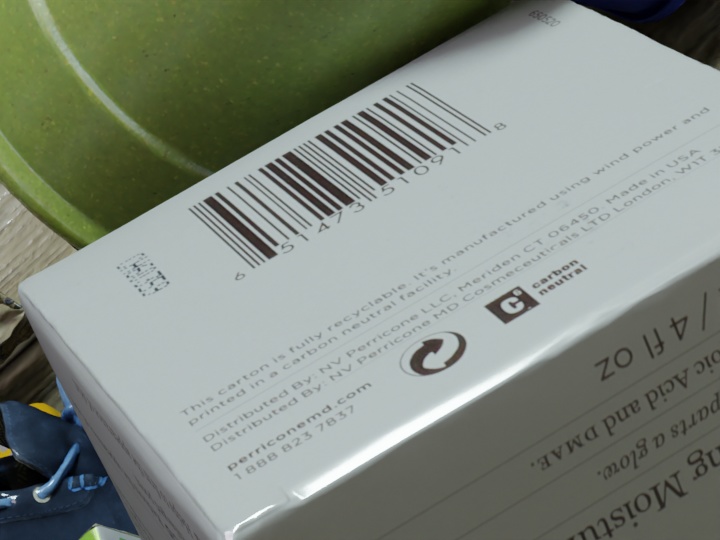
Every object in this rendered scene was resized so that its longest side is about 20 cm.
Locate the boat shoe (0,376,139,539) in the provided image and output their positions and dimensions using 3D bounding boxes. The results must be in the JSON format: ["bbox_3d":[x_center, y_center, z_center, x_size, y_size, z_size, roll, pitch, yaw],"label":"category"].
[{"bbox_3d":[-0.112,0.076,0.860,0.200,0.069,0.084,-20,7,-25],"label":"boat shoe"}]

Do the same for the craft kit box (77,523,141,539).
[{"bbox_3d":[-0.109,0.219,0.802,0.197,0.048,0.200,-41,54,23],"label":"craft kit box"}]

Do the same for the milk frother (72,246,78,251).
[{"bbox_3d":[-0.171,0.008,1.046,0.200,0.181,0.188,-6,58,23],"label":"milk frother"}]

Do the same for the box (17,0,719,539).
[{"bbox_3d":[0.035,0.038,0.716,0.199,0.131,0.200,-31,28,-11],"label":"box"}]

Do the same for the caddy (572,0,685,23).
[{"bbox_3d":[0.084,-0.171,0.950,0.200,0.105,0.142,-139,54,-68],"label":"caddy"}]

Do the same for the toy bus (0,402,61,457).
[{"bbox_3d":[-0.107,0.131,0.947,0.078,0.065,0.200,-48,29,4],"label":"toy bus"}]

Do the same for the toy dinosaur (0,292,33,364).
[{"bbox_3d":[-0.211,0.045,1.197,0.101,0.058,0.200,-57,29,-7],"label":"toy dinosaur"}]

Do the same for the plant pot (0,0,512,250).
[{"bbox_3d":[-0.018,-0.121,0.833,0.190,0.200,0.200,-41,29,42],"label":"plant pot"}]
